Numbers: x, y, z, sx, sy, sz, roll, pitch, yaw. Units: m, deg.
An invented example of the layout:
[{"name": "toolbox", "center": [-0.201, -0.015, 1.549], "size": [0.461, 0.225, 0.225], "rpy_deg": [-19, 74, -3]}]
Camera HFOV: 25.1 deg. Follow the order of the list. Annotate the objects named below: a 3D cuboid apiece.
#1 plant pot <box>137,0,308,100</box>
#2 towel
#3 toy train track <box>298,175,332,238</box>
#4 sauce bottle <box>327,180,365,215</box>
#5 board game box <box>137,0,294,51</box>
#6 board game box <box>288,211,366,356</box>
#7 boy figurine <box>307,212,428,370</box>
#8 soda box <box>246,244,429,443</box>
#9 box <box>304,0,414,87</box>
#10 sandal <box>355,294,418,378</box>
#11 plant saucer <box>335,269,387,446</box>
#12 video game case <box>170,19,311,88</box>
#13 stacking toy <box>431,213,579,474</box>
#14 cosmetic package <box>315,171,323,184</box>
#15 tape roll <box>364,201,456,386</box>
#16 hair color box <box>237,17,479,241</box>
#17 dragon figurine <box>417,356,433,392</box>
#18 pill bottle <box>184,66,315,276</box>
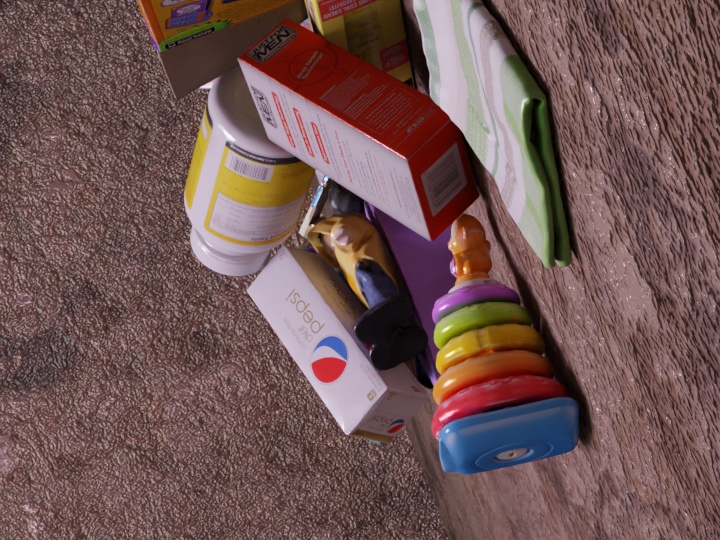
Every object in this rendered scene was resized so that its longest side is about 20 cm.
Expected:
[{"name": "plant pot", "center": [-0.098, -0.269, 1.368], "size": [0.187, 0.199, 0.188], "rpy_deg": [158, 90, -87]}, {"name": "towel", "center": [0.077, -0.111, 1.028], "size": [0.200, 0.031, 0.150], "rpy_deg": [-115, 5, -46]}, {"name": "toy train track", "center": [-0.013, -0.107, 1.657], "size": [0.032, 0.115, 0.201], "rpy_deg": [35, 128, 11]}, {"name": "sauce bottle", "center": [-0.002, -0.115, 1.551], "size": [0.200, 0.066, 0.066], "rpy_deg": [108, 144, -59]}, {"name": "board game box", "center": [-0.097, -0.304, 1.156], "size": [0.200, 0.199, 0.201], "rpy_deg": [112, 137, -84]}, {"name": "board game box", "center": [-0.015, -0.007, 1.730], "size": [0.032, 0.200, 0.120], "rpy_deg": [29, 151, 33]}, {"name": "boy figurine", "center": [0.000, 0.000, 1.499], "size": [0.125, 0.064, 0.200], "rpy_deg": [60, 180, -39]}, {"name": "soda box", "center": [-0.023, 0.068, 1.518], "size": [0.068, 0.064, 0.200], "rpy_deg": [17, -152, -50]}, {"name": "box", "center": [0.000, -0.193, 1.360], "size": [0.200, 0.075, 0.050], "rpy_deg": [77, 169, -59]}, {"name": "sandal", "center": [0.014, 0.044, 1.612], "size": [0.201, 0.054, 0.081], "rpy_deg": [-115, 5, -45]}, {"name": "plant saucer", "center": [-0.011, 0.084, 1.658], "size": [0.200, 0.036, 0.201], "rpy_deg": [-12, -90, -81]}, {"name": "video game case", "center": [-0.096, -0.240, 1.492], "size": [0.017, 0.199, 0.144], "rpy_deg": [-15, -74, -58]}, {"name": "stacking toy", "center": [0.095, 0.048, 1.246], "size": [0.116, 0.109, 0.201], "rpy_deg": [71, -173, -68]}, {"name": "cosmetic package", "center": [-0.038, -0.197, 1.789], "size": [0.108, 0.084, 0.201], "rpy_deg": [-137, 27, -80]}, {"name": "tape roll", "center": [0.068, 0.012, 1.569], "size": [0.200, 0.065, 0.201], "rpy_deg": [158, 90, -86]}, {"name": "hair color box", "center": [-0.002, -0.115, 1.293], "size": [0.200, 0.061, 0.102], "rpy_deg": [33, 157, 35]}, {"name": "dragon figurine", "center": [0.060, 0.103, 1.704], "size": [0.200, 0.099, 0.059], "rpy_deg": [-77, -32, -61]}, {"name": "pill bottle", "center": [-0.101, -0.088, 1.489], "size": [0.200, 0.111, 0.112], "rpy_deg": [112, 142, -49]}]
